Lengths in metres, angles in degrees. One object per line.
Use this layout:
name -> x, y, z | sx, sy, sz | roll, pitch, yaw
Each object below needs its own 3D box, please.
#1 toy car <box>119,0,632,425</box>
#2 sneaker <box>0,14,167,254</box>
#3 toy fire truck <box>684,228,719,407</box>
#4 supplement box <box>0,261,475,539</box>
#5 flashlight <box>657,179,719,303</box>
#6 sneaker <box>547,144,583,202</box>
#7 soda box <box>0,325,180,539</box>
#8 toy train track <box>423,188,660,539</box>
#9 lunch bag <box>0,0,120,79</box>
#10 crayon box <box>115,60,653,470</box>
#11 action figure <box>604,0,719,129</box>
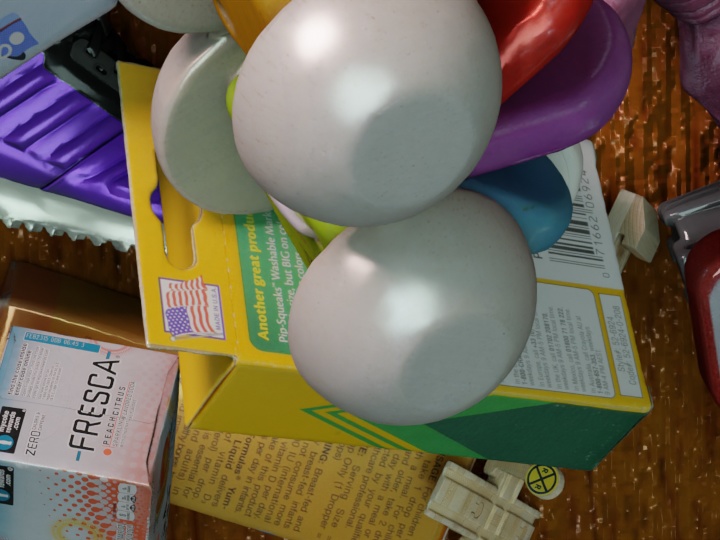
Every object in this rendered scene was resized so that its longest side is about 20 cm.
toy car -> 0.014, -0.066, 0.812 | 0.150, 0.175, 0.200 | -25, 135, -13
sneaker -> -0.107, -0.066, 0.988 | 0.200, 0.070, 0.100 | 9, 101, -7
toy fire truck -> 0.228, 0.027, 0.950 | 0.200, 0.112, 0.168 | -13, 114, 0
supplement box -> -0.057, 0.061, 1.026 | 0.200, 0.067, 0.069 | 16, 103, -7
flashlight -> 0.221, -0.037, 1.024 | 0.200, 0.068, 0.068 | -19, 139, 5
sneaker -> 0.005, -0.095, 0.932 | 0.200, 0.082, 0.077 | 39, 122, 2
soda box -> -0.111, 0.112, 0.983 | 0.068, 0.064, 0.200 | 10, 138, 0
toy train track -> 0.080, 0.065, 1.024 | 0.032, 0.115, 0.200 | 22, 85, 26
lunch bag -> -0.187, -0.133, 0.909 | 0.170, 0.200, 0.124 | -34, 134, 4
crayon box -> 0.000, 0.000, 0.939 | 0.200, 0.126, 0.052 | 8, 143, -25
action figure -> 0.129, -0.113, 0.945 | 0.200, 0.149, 0.134 | 25, 75, -38
